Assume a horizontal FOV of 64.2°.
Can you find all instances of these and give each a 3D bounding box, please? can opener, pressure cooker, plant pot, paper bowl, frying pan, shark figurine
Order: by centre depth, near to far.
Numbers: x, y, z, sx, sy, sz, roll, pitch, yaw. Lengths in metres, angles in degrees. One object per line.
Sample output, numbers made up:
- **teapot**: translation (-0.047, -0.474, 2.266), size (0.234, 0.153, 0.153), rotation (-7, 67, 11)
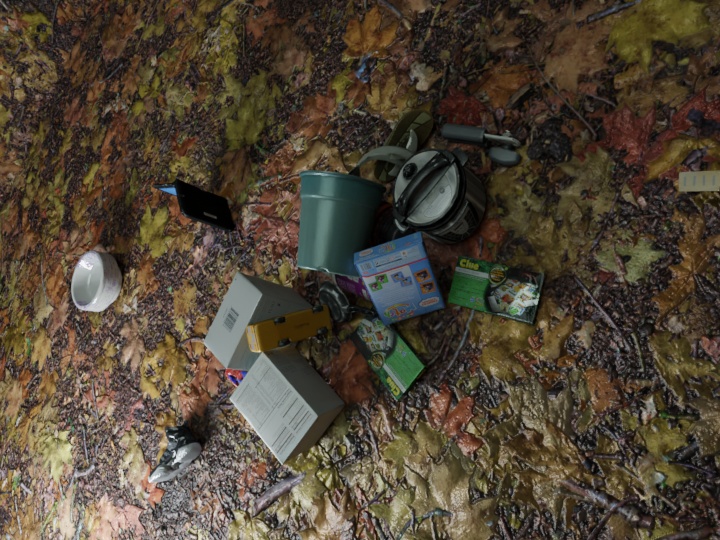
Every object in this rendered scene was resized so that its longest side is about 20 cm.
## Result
- **pressure cooker**: translation (0.161, -0.158, 1.224), size (0.174, 0.198, 0.183), rotation (1, 79, 34)
- **plant pot**: translation (-0.054, -0.095, 1.245), size (0.195, 0.198, 0.204), rotation (10, 89, 36)
- **can opener**: translation (0.265, -0.285, 1.269), size (0.197, 0.052, 0.068), rotation (25, 94, 37)
- **shark figurine**: translation (0.061, -0.256, 1.334), size (0.207, 0.090, 0.133), rotation (3, 109, 12)
- **frying pan**: translation (-0.040, 0.098, 1.379), size (0.188, 0.031, 0.117), rotation (36, 143, 32)
- **paper bowl**: translation (-0.910, 0.041, 2.000), size (0.195, 0.103, 0.208), rotation (-9, 74, 33)

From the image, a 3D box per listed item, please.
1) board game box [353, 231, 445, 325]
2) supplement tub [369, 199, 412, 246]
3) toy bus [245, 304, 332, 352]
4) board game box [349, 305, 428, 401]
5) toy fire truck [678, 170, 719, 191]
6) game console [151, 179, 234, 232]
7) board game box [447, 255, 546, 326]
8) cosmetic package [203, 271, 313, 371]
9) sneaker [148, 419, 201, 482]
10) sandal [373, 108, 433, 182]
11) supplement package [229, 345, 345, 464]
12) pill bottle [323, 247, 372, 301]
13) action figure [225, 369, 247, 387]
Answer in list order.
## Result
- **board game box**: translation (0.087, 0.023, 1.218), size (0.147, 0.203, 0.037), rotation (-17, 40, 11)
- **supplement tub**: translation (0.031, -0.120, 1.366), size (0.198, 0.106, 0.109), rotation (34, 98, 35)
- **toy bus**: translation (-0.165, 0.136, 1.359), size (0.077, 0.195, 0.067), rotation (-12, 92, 56)
- **board game box**: translation (0.061, 0.188, 1.316), size (0.106, 0.023, 0.201), rotation (-50, 56, 14)
- **toy fire truck**: translation (0.645, -0.197, 0.952), size (0.194, 0.128, 0.183), rotation (1, 80, 25)
- **game console**: translation (-0.493, -0.183, 1.695), size (0.115, 0.198, 0.180), rotation (-33, 63, 24)
- **board game box**: translation (0.282, 0.039, 1.202), size (0.196, 0.023, 0.108), rotation (15, 90, 36)
- **cosmetic package**: translation (-0.252, 0.139, 1.448), size (0.122, 0.198, 0.204), rotation (33, 98, 37)
- **sneaker**: translation (-0.544, 0.519, 1.653), size (0.198, 0.075, 0.116), rotation (-39, 59, 15)
- **sandal**: translation (0.096, -0.308, 1.391), size (0.202, 0.079, 0.055), rotation (-53, 19, 23)
- **supplement package**: translation (-0.171, 0.311, 1.359), size (0.200, 0.151, 0.152), rotation (43, 104, 19)
- **pill bottle**: translation (0.000, 0.000, 1.356), size (0.196, 0.111, 0.116), rotation (20, 91, 36)
- **action figure**: translation (-0.314, 0.295, 1.553), size (0.198, 0.051, 0.067), rotation (33, 93, 40)
